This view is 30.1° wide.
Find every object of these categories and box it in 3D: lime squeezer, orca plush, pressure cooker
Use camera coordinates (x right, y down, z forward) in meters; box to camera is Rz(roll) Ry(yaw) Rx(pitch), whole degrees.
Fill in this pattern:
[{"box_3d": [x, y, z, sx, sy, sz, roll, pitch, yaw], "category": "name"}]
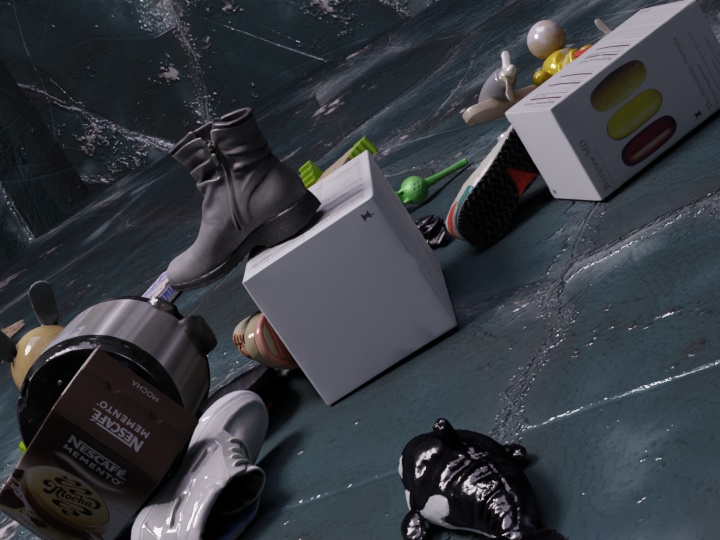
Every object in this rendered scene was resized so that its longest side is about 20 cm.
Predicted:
[{"box_3d": [0.050, -0.095, 1.740, 0.199, 0.038, 0.071, -32, 15, 8], "category": "lime squeezer"}, {"box_3d": [0.061, 0.139, 0.903, 0.105, 0.071, 0.200, -32, 15, 4], "category": "orca plush"}, {"box_3d": [-0.243, 0.119, 1.376, 0.174, 0.181, 0.200, 11, 17, 1], "category": "pressure cooker"}]

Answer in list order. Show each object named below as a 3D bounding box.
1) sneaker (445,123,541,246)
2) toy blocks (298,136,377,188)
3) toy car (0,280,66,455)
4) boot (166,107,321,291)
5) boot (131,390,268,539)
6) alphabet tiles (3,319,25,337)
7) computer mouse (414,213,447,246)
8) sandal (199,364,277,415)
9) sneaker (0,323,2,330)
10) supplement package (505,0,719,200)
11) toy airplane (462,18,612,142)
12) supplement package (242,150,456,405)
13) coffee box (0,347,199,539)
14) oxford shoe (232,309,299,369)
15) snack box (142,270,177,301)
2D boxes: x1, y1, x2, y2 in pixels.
[{"box_3d": [0.159, -0.113, 1.456, 0.200, 0.070, 0.093, -52, 15, -8], "category": "sneaker"}, {"box_3d": [-0.057, -0.074, 1.779, 0.200, 0.100, 0.137, -36, 18, 44], "category": "toy blocks"}, {"box_3d": [-0.355, 0.118, 1.583, 0.164, 0.201, 0.157, -41, 17, -28], "category": "toy car"}, {"box_3d": [-0.142, -0.071, 1.286, 0.199, 0.132, 0.070, -30, 17, 30], "category": "boot"}, {"box_3d": [-0.112, 0.179, 1.164, 0.095, 0.074, 0.201, -12, 33, 39], "category": "boot"}, {"box_3d": [-0.754, 0.165, 2.652, 0.165, 0.006, 0.200, -24, 17, 33], "category": "alphabet tiles"}, {"box_3d": [0.000, 0.000, 1.530, 0.199, 0.053, 0.138, -28, 13, -25], "category": "computer mouse"}, {"box_3d": [-0.114, 0.131, 1.372, 0.074, 0.045, 0.200, -26, 1, 5], "category": "sandal"}, {"box_3d": [-0.709, 0.176, 2.448, 0.201, 0.072, 0.085, -73, 9, -57], "category": "sneaker"}, {"box_3d": [0.270, -0.174, 1.380, 0.199, 0.114, 0.109, -37, 14, -12], "category": "supplement package"}, {"box_3d": [0.226, -0.219, 1.555, 0.197, 0.143, 0.200, -18, 5, 19], "category": "toy airplane"}, {"box_3d": [-0.012, 0.001, 1.330, 0.150, 0.153, 0.200, -32, 15, 8], "category": "supplement package"}, {"box_3d": [-0.240, 0.173, 1.199, 0.200, 0.113, 0.080, -50, 6, 46], "category": "coffee box"}, {"box_3d": [-0.096, 0.074, 1.376, 0.073, 0.072, 0.200, -20, -2, 8], "category": "oxford shoe"}, {"box_3d": [-0.321, 0.048, 2.083, 0.071, 0.024, 0.200, -26, 17, 30], "category": "snack box"}]
